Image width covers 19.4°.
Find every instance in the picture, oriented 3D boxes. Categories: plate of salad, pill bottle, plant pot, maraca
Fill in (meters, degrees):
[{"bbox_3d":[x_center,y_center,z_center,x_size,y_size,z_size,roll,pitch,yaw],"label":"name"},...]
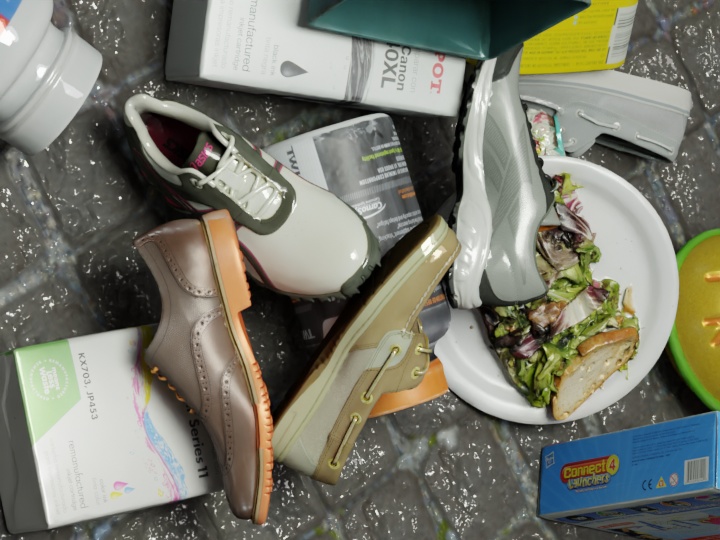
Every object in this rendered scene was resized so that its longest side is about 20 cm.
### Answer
[{"bbox_3d":[0.135,0.017,1.531,0.199,0.048,0.201,0,101,-2],"label":"plate of salad"},{"bbox_3d":[-0.263,-0.162,1.315,0.200,0.112,0.113,36,63,-22],"label":"pill bottle"},{"bbox_3d":[0.058,-0.262,1.382,0.141,0.141,0.201,7,77,-24],"label":"plant pot"},{"bbox_3d":[0.306,0.062,1.651,0.137,0.107,0.201,-35,101,-26],"label":"maraca"},{"bbox_3d":[0.000,0.000,1.461,0.106,0.106,0.201,-17,90,-35],"label":"pill bottle"}]

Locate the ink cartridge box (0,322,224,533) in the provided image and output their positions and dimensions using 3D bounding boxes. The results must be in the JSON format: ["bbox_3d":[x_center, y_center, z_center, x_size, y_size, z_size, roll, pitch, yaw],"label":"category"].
[{"bbox_3d":[-0.139,0.095,1.373,0.199,0.067,0.118,-10,86,-35],"label":"ink cartridge box"}]

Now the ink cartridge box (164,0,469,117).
[{"bbox_3d":[-0.023,-0.190,1.464,0.199,0.083,0.146,6,92,-24],"label":"ink cartridge box"}]

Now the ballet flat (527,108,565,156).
[{"bbox_3d":[0.139,-0.023,1.585,0.064,0.076,0.201,-15,99,3],"label":"ballet flat"}]

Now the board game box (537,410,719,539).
[{"bbox_3d":[0.268,0.161,1.551,0.195,0.200,0.056,15,71,-31],"label":"board game box"}]

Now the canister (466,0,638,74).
[{"bbox_3d":[0.146,-0.249,1.527,0.148,0.087,0.201,-5,120,-28],"label":"canister"}]

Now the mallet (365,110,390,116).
[{"bbox_3d":[0.034,-0.149,1.559,0.066,0.041,0.201,19,75,-26],"label":"mallet"}]

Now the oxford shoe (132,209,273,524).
[{"bbox_3d":[-0.099,0.066,1.337,0.073,0.071,0.201,-11,88,-7],"label":"oxford shoe"}]

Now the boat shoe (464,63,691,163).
[{"bbox_3d":[0.167,-0.121,1.624,0.199,0.072,0.069,8,89,-34],"label":"boat shoe"}]

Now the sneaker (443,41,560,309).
[{"bbox_3d":[0.103,-0.070,1.475,0.079,0.074,0.201,4,82,-1],"label":"sneaker"}]

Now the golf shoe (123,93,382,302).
[{"bbox_3d":[-0.078,-0.047,1.375,0.200,0.088,0.077,32,84,21],"label":"golf shoe"}]

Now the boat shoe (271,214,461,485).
[{"bbox_3d":[0.012,0.054,1.379,0.066,0.200,0.074,34,19,-6],"label":"boat shoe"}]
